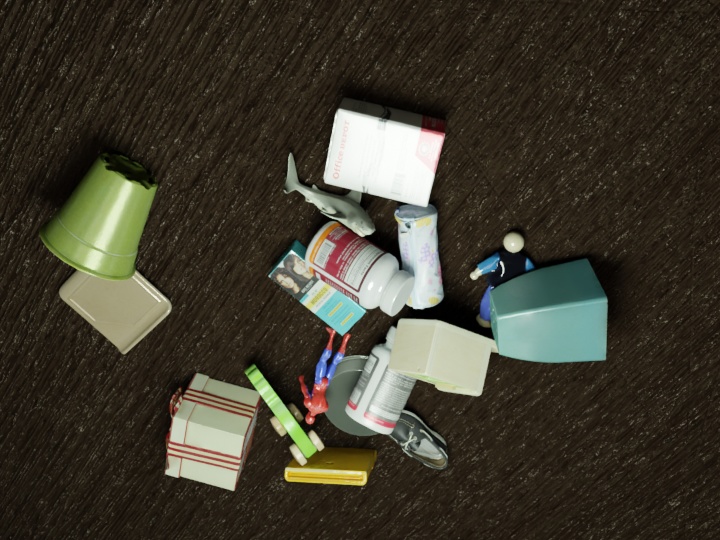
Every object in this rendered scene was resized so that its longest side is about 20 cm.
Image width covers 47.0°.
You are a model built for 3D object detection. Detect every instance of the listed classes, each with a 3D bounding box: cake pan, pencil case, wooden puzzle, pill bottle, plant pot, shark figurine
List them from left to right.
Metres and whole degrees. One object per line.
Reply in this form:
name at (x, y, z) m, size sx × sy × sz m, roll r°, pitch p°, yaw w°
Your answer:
plant pot at (-0.488, -0.117, 1.599) m, size 0.198 × 0.200 × 0.192 m, roll 30°, pitch 106°, yaw -8°
wooden puzzle at (-0.523, 0.059, 1.770) m, size 0.184 × 0.037 × 0.200 m, roll -38°, pitch 102°, yaw 24°
shark figurine at (-0.046, -0.142, 1.583) m, size 0.213 × 0.128 × 0.090 m, roll 32°, pitch 93°, yaw 11°
pill bottle at (0.000, 0.000, 1.576) m, size 0.198 × 0.113 × 0.114 m, roll 32°, pitch 121°, yaw 19°
cake pan at (0.002, 0.279, 1.802) m, size 0.196 × 0.037 × 0.203 m, roll 3°, pitch 117°, yaw 7°
pill bottle at (0.057, 0.220, 1.692) m, size 0.109 × 0.111 × 0.202 m, roll 25°, pitch 92°, yaw -6°
pencil case at (0.115, -0.028, 1.595) m, size 0.082 × 0.091 × 0.203 m, roll -3°, pitch 118°, yaw 9°
plant pot at (0.349, 0.086, 1.567) m, size 0.196 × 0.142 × 0.143 m, roll -8°, pitch 122°, yaw 3°

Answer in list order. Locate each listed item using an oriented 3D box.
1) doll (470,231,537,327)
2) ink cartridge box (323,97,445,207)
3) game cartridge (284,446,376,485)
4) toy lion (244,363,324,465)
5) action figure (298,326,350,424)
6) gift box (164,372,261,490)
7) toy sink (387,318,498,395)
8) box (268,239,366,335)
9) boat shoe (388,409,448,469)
doll at (0.278, 0.018, 1.616) m, size 0.134 × 0.049 × 0.203 m, roll 8°, pitch 118°, yaw -6°
ink cartridge box at (0.044, -0.217, 1.510) m, size 0.196 × 0.085 × 0.147 m, roll 13°, pitch 119°, yaw 0°
game cartridge at (-0.060, 0.422, 1.799) m, size 0.173 × 0.200 × 0.033 m, roll 1°, pitch 90°, yaw 8°
toy lion at (-0.174, 0.291, 1.755) m, size 0.068 × 0.200 × 0.193 m, roll -36°, pitch 121°, yaw -10°
action figure at (-0.088, 0.220, 1.748) m, size 0.064 × 0.099 × 0.203 m, roll 19°, pitch 86°, yaw -28°
gift box at (-0.333, 0.351, 1.803) m, size 0.184 × 0.201 × 0.187 m, roll 15°, pitch 114°, yaw 2°
toy sink at (0.175, 0.176, 1.615) m, size 0.198 × 0.130 × 0.114 m, roll 20°, pitch 78°, yaw -31°
box at (-0.084, 0.036, 1.681) m, size 0.199 × 0.049 × 0.082 m, roll 39°, pitch 116°, yaw -12°
boat shoe at (0.117, 0.368, 1.793) m, size 0.074 × 0.061 × 0.199 m, roll -39°, pitch 120°, yaw 19°
